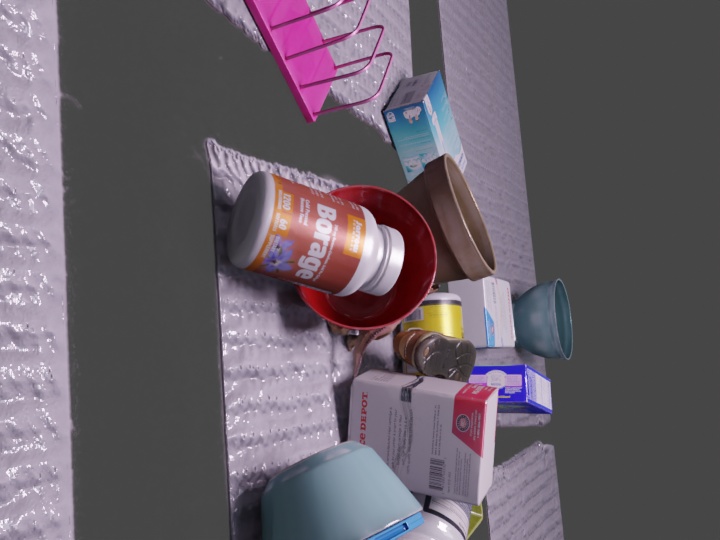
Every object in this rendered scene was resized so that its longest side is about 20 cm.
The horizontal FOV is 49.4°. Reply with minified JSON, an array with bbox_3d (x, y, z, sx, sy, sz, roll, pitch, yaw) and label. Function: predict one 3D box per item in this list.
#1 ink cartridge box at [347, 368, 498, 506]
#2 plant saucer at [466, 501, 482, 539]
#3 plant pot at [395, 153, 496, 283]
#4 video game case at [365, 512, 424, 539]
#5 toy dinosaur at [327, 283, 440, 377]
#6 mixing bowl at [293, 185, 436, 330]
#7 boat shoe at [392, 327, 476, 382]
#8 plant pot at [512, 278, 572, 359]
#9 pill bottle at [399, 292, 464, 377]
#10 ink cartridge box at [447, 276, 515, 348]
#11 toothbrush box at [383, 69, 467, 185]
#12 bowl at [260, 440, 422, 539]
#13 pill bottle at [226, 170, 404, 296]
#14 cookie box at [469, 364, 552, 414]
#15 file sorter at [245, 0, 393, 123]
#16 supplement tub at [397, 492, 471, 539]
[{"bbox_3d":[0.087,0.229,1.106,0.084,0.195,0.149,-13,108,-67],"label":"ink cartridge box"},{"bbox_3d":[0.160,0.383,1.414,0.199,0.047,0.205,-11,93,-65],"label":"plant saucer"},{"bbox_3d":[0.101,-0.058,1.247,0.201,0.170,0.202,56,21,-34],"label":"plant pot"},{"bbox_3d":[-0.017,0.348,0.954,0.199,0.142,0.018,10,49,-63],"label":"video game case"},{"bbox_3d":[0.036,0.060,1.147,0.087,0.133,0.202,65,31,-30],"label":"toy dinosaur"},{"bbox_3d":[0.000,0.000,1.068,0.109,0.195,0.205,97,-3,-67],"label":"mixing bowl"},{"bbox_3d":[0.116,0.126,1.203,0.199,0.073,0.077,31,81,-55],"label":"boat shoe"},{"bbox_3d":[0.457,0.131,2.010,0.200,0.131,0.206,29,57,-60],"label":"plant pot"},{"bbox_3d":[0.124,0.146,1.333,0.111,0.110,0.205,16,69,-62],"label":"pill bottle"},{"bbox_3d":[0.259,0.092,1.663,0.199,0.083,0.149,11,73,-62],"label":"ink cartridge box"},{"bbox_3d":[0.127,-0.249,1.482,0.203,0.083,0.147,66,29,-29],"label":"toothbrush box"},{"bbox_3d":[-0.036,0.269,0.906,0.200,0.199,0.107,12,51,-63],"label":"bowl"},{"bbox_3d":[-0.050,-0.035,0.930,0.196,0.112,0.115,16,64,-28],"label":"pill bottle"},{"bbox_3d":[0.278,0.240,1.566,0.199,0.167,0.077,31,59,-59],"label":"cookie box"},{"bbox_3d":[-0.047,-0.343,1.100,0.202,0.123,0.141,61,32,-36],"label":"file sorter"},{"bbox_3d":[0.098,0.365,1.184,0.142,0.137,0.202,63,32,-33],"label":"supplement tub"}]
